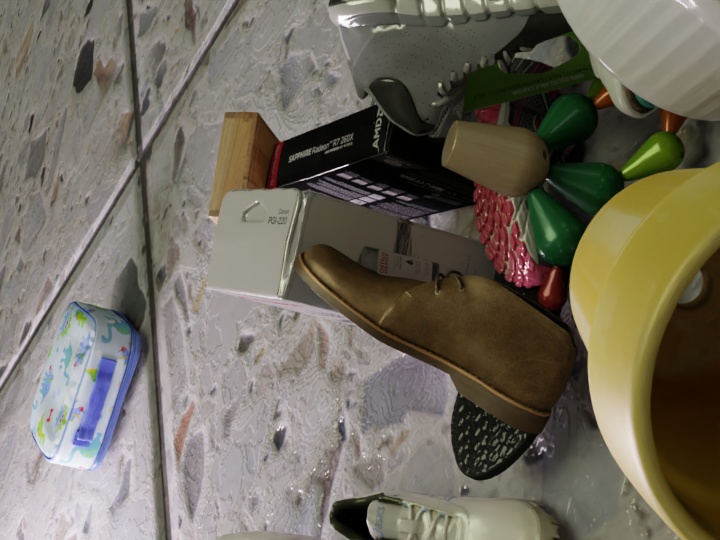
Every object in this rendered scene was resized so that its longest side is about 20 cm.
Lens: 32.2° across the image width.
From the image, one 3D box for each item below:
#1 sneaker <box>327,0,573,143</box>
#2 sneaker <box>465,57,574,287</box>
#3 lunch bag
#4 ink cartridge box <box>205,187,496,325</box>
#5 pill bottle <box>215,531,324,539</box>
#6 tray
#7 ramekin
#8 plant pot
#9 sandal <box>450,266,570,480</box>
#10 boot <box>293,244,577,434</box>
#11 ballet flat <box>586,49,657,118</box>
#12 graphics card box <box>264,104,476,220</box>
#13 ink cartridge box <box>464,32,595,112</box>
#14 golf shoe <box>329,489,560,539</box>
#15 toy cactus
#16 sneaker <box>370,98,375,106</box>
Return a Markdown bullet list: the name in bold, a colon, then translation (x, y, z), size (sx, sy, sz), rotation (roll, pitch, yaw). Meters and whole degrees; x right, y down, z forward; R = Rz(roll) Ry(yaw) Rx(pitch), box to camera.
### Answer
- **sneaker**: translation (0.079, -0.142, 0.834), size (0.199, 0.075, 0.116), rotation (5, 121, 29)
- **sneaker**: translation (0.123, -0.081, 0.917), size (0.081, 0.074, 0.201), rotation (101, 168, -59)
- **lunch bag**: translation (-0.358, 0.150, 1.621), size (0.161, 0.082, 0.201), rotation (22, 94, 61)
- **ink cartridge box**: translation (0.000, 0.000, 0.969), size (0.145, 0.199, 0.085), rotation (5, 79, 60)
- **pill bottle**: translation (-0.077, 0.325, 1.025), size (0.113, 0.112, 0.201), rotation (-28, 52, 51)
- **tray**: translation (-0.084, -0.062, 1.174), size (0.037, 0.200, 0.099), rotation (2, 73, 16)
- **ramekin**: translation (0.204, -0.186, 0.731), size (0.098, 0.199, 0.202), rotation (136, 140, -53)
- **plant pot**: translation (0.200, 0.027, 0.646), size (0.189, 0.200, 0.202), rotation (-121, 53, -72)
- **sandal**: translation (0.120, 0.060, 0.895), size (0.075, 0.048, 0.201), rotation (-7, 55, 43)
- **boot**: translation (0.051, 0.024, 0.829), size (0.076, 0.199, 0.074), rotation (-63, -10, 14)
- **ballet flat**: translation (0.183, -0.166, 0.820), size (0.069, 0.069, 0.200), rotation (-30, 25, 50)
- **graphics card box**: translation (0.020, -0.085, 1.056), size (0.200, 0.125, 0.051), rotation (-9, 67, 59)
- **ink cartridge box**: translation (0.112, -0.231, 0.885), size (0.076, 0.147, 0.201), rotation (103, 151, -75)
- **golf shoe**: translation (0.052, 0.193, 0.890), size (0.200, 0.097, 0.079), rotation (-14, 62, 55)
- **toy cactus**: translation (0.134, -0.061, 0.827), size (0.102, 0.164, 0.201), rotation (133, 151, -71)
- **sneaker**: translation (0.089, -0.194, 1.071), size (0.082, 0.070, 0.201), rotation (43, 114, 35)
